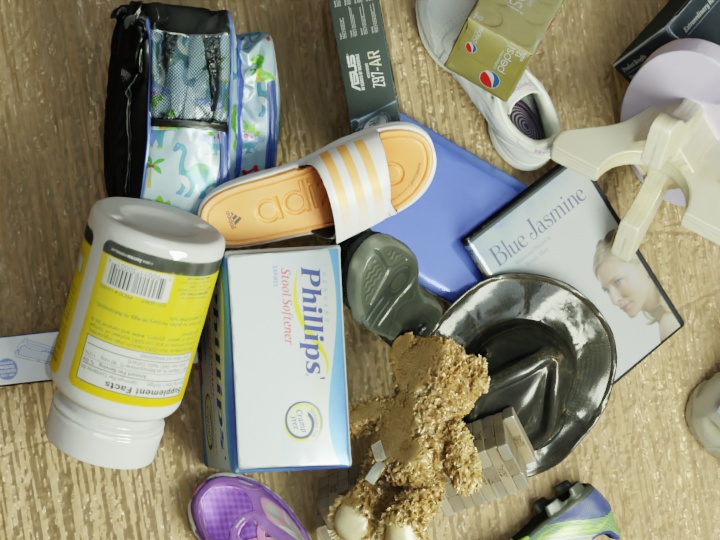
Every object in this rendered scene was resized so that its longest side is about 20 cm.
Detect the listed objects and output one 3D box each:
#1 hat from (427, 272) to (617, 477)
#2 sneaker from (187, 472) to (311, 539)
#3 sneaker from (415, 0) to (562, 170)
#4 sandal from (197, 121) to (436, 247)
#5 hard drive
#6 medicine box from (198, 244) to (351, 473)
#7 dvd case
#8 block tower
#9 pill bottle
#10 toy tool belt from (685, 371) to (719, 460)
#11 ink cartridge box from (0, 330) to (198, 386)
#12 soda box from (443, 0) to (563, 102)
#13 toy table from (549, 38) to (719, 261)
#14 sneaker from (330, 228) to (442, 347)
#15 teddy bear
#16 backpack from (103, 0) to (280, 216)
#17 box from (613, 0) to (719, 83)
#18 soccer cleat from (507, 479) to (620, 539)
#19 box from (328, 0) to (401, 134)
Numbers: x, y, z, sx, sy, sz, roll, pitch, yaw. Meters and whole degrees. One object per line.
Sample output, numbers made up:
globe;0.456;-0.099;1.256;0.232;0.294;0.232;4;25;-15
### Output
hat;0.141;0.105;1.699;0.199;0.081;0.202;0;102;-2
sneaker;-0.068;0.257;1.667;0.200;0.088;0.080;46;80;-4
sneaker;0.126;-0.188;1.734;0.075;0.100;0.200;-36;92;-10
sandal;-0.033;-0.055;1.543;0.206;0.059;0.080;-19;114;4
hard drive;0.075;-0.049;1.750;0.199;0.025;0.132;29;81;-8
medicine box;-0.078;0.079;1.620;0.102;0.200;0.183;-3;86;-12
dvd case;0.200;0.012;1.755;0.142;0.018;0.200;-37;102;-15
block tower;0.054;0.188;1.667;0.199;0.058;0.054;-22;116;10
pill bottle;-0.188;0.052;1.534;0.114;0.114;0.201;15;106;-10
toy tool belt;0.395;0.094;1.754;0.124;0.123;0.201;31;80;-8
ink cartridge box;-0.246;0.072;1.641;0.199;0.094;0.045;-6;88;-11
soda box;0.147;-0.245;1.707;0.068;0.064;0.200;29;47;2
toy table;0.276;-0.100;1.695;0.183;0.201;0.117;22;54;25
sneaker;0.000;0.000;1.636;0.114;0.199;0.076;38;87;21
teddy bear;0.044;0.156;1.616;0.067;0.144;0.201;38;50;-47
backpack;-0.146;-0.126;1.633;0.146;0.183;0.201;4;95;-13
box;0.366;-0.183;1.763;0.200;0.107;0.148;46;65;-5
soccer cleat;0.153;0.276;1.722;0.200;0.065;0.084;-38;96;-12
box;0.007;-0.176;1.659;0.043;0.160;0.201;-10;77;2
